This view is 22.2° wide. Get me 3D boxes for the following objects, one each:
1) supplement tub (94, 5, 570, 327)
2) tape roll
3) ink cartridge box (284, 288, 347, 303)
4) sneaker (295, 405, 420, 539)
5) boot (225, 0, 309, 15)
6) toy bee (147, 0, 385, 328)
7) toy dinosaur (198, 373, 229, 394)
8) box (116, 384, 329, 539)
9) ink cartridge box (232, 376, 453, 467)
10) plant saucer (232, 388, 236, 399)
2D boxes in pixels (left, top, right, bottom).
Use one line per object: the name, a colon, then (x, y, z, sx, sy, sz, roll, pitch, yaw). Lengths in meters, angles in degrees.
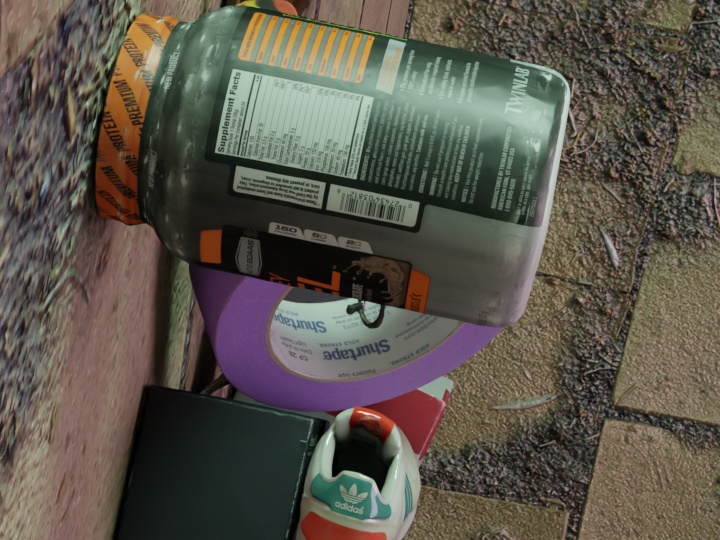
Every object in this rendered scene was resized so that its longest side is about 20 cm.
supplement tub: (-0.012, -0.051, 0.839, 0.123, 0.200, 0.123, 12, 90, -87)
tape roll: (0.000, 0.000, 1.111, 0.200, 0.200, 0.066, 98, -25, -49)
ink cartridge box: (-0.017, -0.061, 1.279, 0.200, 0.145, 0.083, -76, 179, -46)
sneaker: (0.007, 0.118, 1.114, 0.200, 0.070, 0.094, -65, 172, -67)
boot: (-0.039, -0.178, 1.098, 0.074, 0.075, 0.200, -78, 179, -52)
toy bee: (-0.064, -0.063, 0.971, 0.200, 0.109, 0.131, -119, -152, -51)
toy dinosaur: (-0.084, 0.035, 1.380, 0.200, 0.047, 0.088, -60, 168, -71)
box: (-0.091, 0.173, 1.168, 0.200, 0.104, 0.182, 76, 27, -84)
ink cartridge box: (-0.037, 0.149, 1.366, 0.145, 0.144, 0.200, -37, 152, -85)
plant saucer: (-0.087, 0.097, 1.643, 0.200, 0.035, 0.201, 11, 90, -88)
